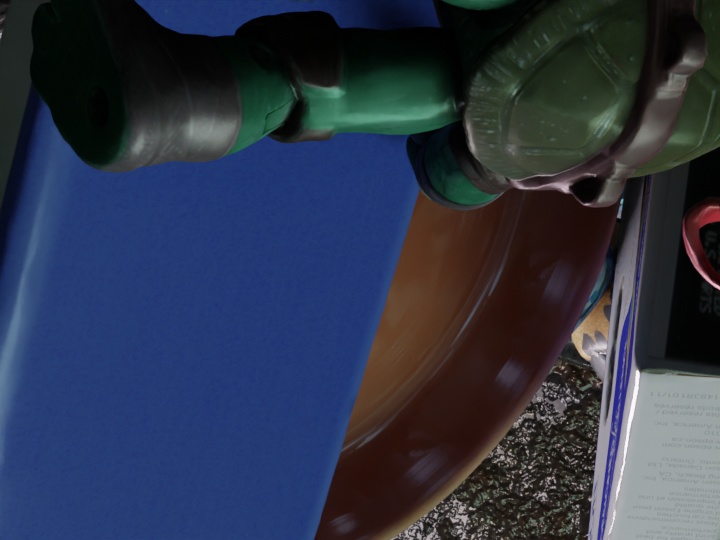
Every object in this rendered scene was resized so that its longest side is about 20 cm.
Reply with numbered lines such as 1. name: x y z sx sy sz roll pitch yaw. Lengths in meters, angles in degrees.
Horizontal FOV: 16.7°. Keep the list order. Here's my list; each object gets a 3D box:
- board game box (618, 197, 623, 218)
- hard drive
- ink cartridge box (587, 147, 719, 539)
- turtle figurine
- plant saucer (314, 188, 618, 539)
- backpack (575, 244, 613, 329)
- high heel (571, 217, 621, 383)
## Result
1. board game box: 0.102 -0.044 1.048 0.196 0.056 0.200 -28 174 -3
2. hard drive: -0.046 0.016 0.589 0.132 0.025 0.200 -5 119 -47
3. ink cartridge box: 0.104 -0.008 0.760 0.047 0.198 0.200 6 151 6
4. turtle figurine: 0.038 -0.062 0.520 0.200 0.101 0.150 -2 124 -38
5. plant saucer: -0.005 -0.007 0.678 0.200 0.032 0.201 -26 132 -33
6. backpack: 0.000 0.000 0.842 0.163 0.154 0.200 -58 178 18
7. high heel: 0.133 -0.014 0.853 0.071 0.143 0.200 1 139 -28
